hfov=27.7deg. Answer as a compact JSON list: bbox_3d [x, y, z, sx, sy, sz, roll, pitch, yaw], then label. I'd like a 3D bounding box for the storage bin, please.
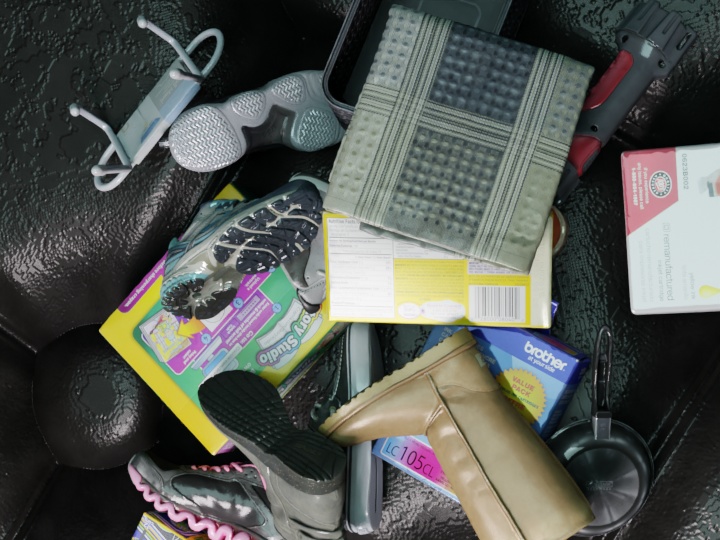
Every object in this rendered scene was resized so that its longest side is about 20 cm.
[{"bbox_3d":[0.062,-0.212,1.330,0.135,0.094,0.201,21,83,12],"label":"storage bin"}]

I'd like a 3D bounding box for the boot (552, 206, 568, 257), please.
[{"bbox_3d":[0.085,-0.061,1.334,0.199,0.107,0.075,14,94,18],"label":"boot"}]

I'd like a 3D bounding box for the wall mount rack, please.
[{"bbox_3d":[-0.210,-0.158,1.405,0.200,0.074,0.174,-50,35,10],"label":"wall mount rack"}]

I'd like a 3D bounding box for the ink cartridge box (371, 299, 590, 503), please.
[{"bbox_3d":[0.118,0.108,1.336,0.136,0.076,0.201,28,95,16],"label":"ink cartridge box"}]

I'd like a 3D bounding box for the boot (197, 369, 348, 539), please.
[{"bbox_3d":[-0.080,0.187,1.334,0.200,0.068,0.131,36,141,41],"label":"boot"}]

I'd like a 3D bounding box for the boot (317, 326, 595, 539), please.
[{"bbox_3d":[0.079,0.175,1.273,0.175,0.066,0.200,-34,81,17],"label":"boot"}]

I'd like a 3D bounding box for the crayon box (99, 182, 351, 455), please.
[{"bbox_3d":[-0.125,0.047,1.418,0.173,0.058,0.200,45,99,12],"label":"crayon box"}]

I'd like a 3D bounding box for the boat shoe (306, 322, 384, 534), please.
[{"bbox_3d":[-0.017,0.146,1.371,0.071,0.072,0.201,1,84,14],"label":"boat shoe"}]

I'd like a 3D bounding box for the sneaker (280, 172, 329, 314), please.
[{"bbox_3d":[0.000,0.000,1.339,0.200,0.075,0.116,25,78,18],"label":"sneaker"}]

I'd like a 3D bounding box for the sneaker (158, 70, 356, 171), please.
[{"bbox_3d":[-0.098,-0.146,1.407,0.199,0.114,0.076,-16,102,-19],"label":"sneaker"}]

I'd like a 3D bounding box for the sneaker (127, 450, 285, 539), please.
[{"bbox_3d":[-0.127,0.214,1.412,0.200,0.079,0.096,28,90,8],"label":"sneaker"}]

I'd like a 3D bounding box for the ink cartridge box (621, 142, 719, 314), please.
[{"bbox_3d":[0.334,-0.039,1.268,0.199,0.083,0.146,-4,87,17],"label":"ink cartridge box"}]

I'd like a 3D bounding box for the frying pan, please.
[{"bbox_3d":[0.225,0.155,1.300,0.115,0.031,0.191,23,102,-13],"label":"frying pan"}]

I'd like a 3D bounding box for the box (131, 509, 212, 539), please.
[{"bbox_3d":[-0.130,0.308,1.410,0.200,0.064,0.070,29,97,15],"label":"box"}]

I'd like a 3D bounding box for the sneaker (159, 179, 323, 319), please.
[{"bbox_3d":[-0.116,-0.039,1.325,0.200,0.077,0.087,-33,50,32],"label":"sneaker"}]

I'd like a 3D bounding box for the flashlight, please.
[{"bbox_3d":[0.209,-0.153,1.300,0.068,0.068,0.200,42,80,-29],"label":"flashlight"}]

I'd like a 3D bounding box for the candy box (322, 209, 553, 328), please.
[{"bbox_3d":[0.067,-0.003,1.276,0.199,0.026,0.103,2,105,9],"label":"candy box"}]

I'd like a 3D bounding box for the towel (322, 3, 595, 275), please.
[{"bbox_3d":[0.082,-0.110,1.249,0.192,0.035,0.201,19,81,9],"label":"towel"}]
